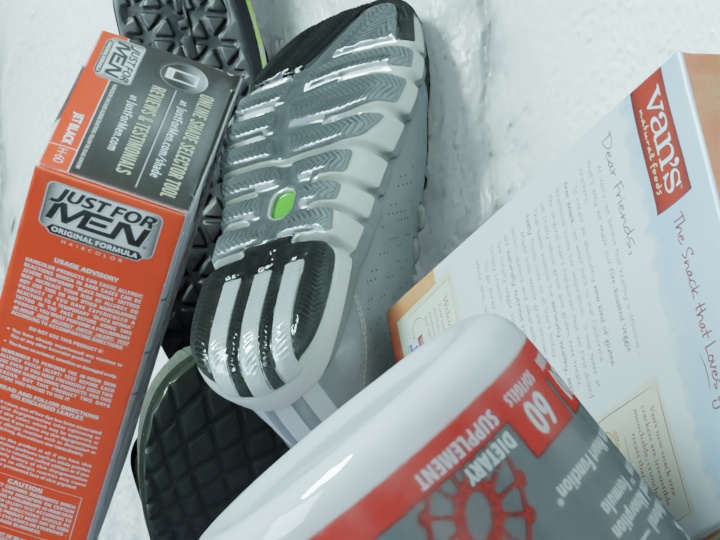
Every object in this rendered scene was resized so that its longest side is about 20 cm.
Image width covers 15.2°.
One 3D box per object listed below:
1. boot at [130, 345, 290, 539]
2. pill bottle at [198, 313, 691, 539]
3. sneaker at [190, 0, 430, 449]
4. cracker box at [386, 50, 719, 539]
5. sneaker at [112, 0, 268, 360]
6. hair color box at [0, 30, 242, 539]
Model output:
[{"bbox_3d":[-0.063,0.094,1.053,0.131,0.068,0.200,44,154,53],"label":"boot"},{"bbox_3d":[0.056,0.121,0.748,0.200,0.116,0.116,50,147,-3],"label":"pill bottle"},{"bbox_3d":[0.000,0.000,0.995,0.075,0.116,0.200,-12,41,29],"label":"sneaker"},{"bbox_3d":[0.085,0.036,0.841,0.200,0.058,0.134,-43,53,55],"label":"cracker box"},{"bbox_3d":[-0.058,-0.050,1.139,0.083,0.072,0.200,45,-141,-82],"label":"sneaker"},{"bbox_3d":[-0.106,0.020,1.038,0.102,0.061,0.200,-74,4,-55],"label":"hair color box"}]
